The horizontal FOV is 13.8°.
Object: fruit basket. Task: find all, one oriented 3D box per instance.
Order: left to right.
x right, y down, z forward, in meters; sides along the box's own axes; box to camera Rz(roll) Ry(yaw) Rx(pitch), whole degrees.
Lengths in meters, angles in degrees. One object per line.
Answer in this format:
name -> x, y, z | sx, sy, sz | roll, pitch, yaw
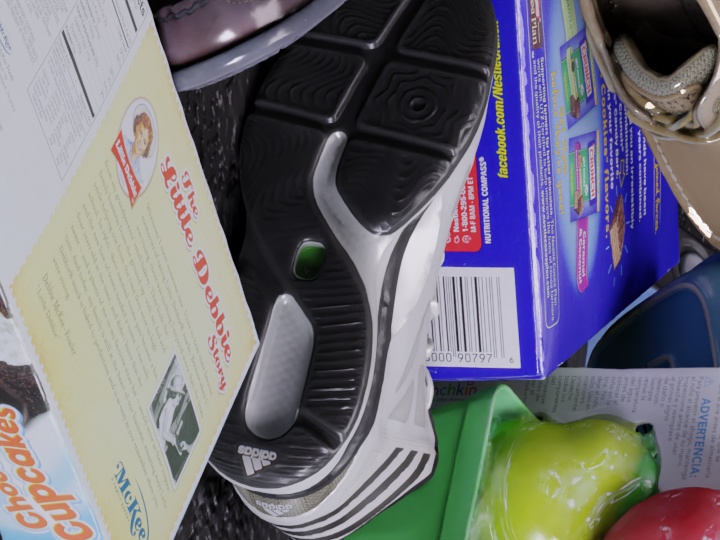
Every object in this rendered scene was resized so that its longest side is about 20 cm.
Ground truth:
fruit basket -> 0.090, 0.120, 1.065 | 0.094, 0.199, 0.186 | 56, 40, -56

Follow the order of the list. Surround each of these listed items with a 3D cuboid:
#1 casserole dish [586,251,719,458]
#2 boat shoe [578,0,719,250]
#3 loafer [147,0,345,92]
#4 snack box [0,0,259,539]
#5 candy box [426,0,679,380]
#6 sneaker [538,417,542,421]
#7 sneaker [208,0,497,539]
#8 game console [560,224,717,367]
casserole dish -> 0.129, 0.084, 1.143 | 0.039, 0.121, 0.201 | 12, 60, -27
boat shoe -> 0.117, -0.078, 1.091 | 0.065, 0.072, 0.200 | -58, 136, -44
loafer -> -0.032, -0.115, 0.927 | 0.063, 0.072, 0.200 | 64, 23, -16
snack box -> -0.083, -0.010, 0.822 | 0.116, 0.037, 0.200 | -67, 151, -42
candy box -> 0.063, -0.061, 1.148 | 0.200, 0.077, 0.170 | -29, 117, -65
sneaker -> 0.067, 0.133, 1.190 | 0.076, 0.070, 0.201 | 12, 83, -74
sneaker -> -0.001, 0.000, 1.019 | 0.115, 0.075, 0.201 | 69, 38, -63
game console -> 0.174, 0.061, 1.298 | 0.176, 0.116, 0.201 | 33, 53, -34
